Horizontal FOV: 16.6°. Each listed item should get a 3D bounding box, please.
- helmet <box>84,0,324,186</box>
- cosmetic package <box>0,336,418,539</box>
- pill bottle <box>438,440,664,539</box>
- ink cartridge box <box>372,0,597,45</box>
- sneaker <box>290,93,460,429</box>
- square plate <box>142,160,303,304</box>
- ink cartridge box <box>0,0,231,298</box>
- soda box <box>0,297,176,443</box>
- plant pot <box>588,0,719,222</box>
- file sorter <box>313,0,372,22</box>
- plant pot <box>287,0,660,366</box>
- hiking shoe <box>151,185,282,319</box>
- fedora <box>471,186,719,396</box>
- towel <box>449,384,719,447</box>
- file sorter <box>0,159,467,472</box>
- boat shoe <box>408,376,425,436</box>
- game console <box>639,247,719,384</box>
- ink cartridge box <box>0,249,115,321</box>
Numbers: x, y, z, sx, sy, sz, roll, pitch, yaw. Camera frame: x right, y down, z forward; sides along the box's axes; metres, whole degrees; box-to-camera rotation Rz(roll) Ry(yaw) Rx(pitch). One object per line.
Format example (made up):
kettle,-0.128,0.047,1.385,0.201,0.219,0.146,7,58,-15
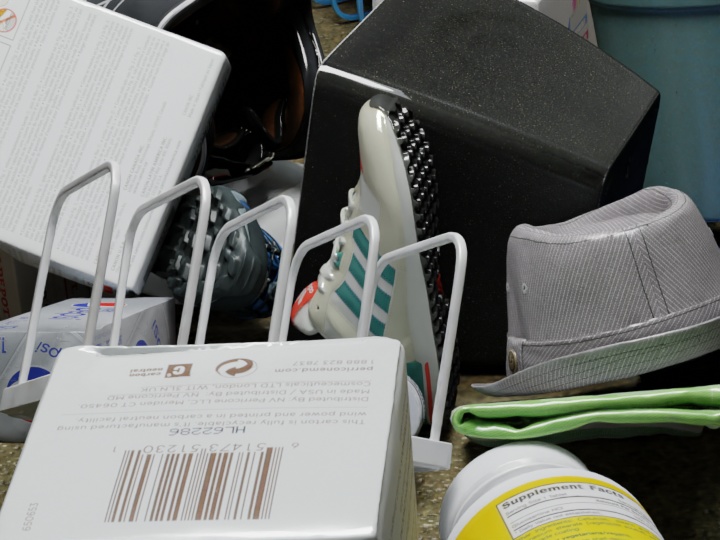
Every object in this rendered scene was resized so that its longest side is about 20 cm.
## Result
helmet,-0.122,-0.153,1.643,0.200,0.191,0.200,-10,9,2
cosmetic package,-0.060,0.157,1.106,0.167,0.200,0.166,-1,28,5
pill bottle,0.101,0.165,1.164,0.112,0.113,0.200,-9,26,-9
ink cartridge box,0.103,-0.182,1.839,0.128,0.126,0.200,5,29,19
sneaker,0.000,0.000,1.419,0.093,0.200,0.070,-5,18,12
square plate,-0.128,-0.047,1.716,0.198,0.029,0.200,16,34,36
ink cartridge box,-0.200,-0.090,1.516,0.200,0.163,0.050,21,-10,5
soda box,-0.158,0.054,1.405,0.068,0.064,0.200,0,4,8
plant pot,0.242,-0.145,1.639,0.200,0.197,0.200,-7,17,2
file sorter,0.029,-0.274,2.037,0.139,0.123,0.200,-18,29,-24
plant pot,0.077,-0.050,1.529,0.177,0.200,0.200,18,32,14
hiking shoe,-0.072,-0.007,1.508,0.087,0.075,0.200,25,2,-14
fedora,0.137,0.007,1.363,0.176,0.091,0.200,-16,2,-3
towel,0.123,0.081,1.322,0.149,0.031,0.200,-6,-3,4
file sorter,-0.063,0.028,1.259,0.200,0.125,0.139,12,-11,-20
boat shoe,-0.060,0.105,1.375,0.200,0.069,0.057,-15,-8,-5
game console,0.290,0.035,1.497,0.171,0.118,0.200,-25,11,36
ink cartridge box,-0.243,-0.028,1.597,0.200,0.116,0.067,15,32,35
